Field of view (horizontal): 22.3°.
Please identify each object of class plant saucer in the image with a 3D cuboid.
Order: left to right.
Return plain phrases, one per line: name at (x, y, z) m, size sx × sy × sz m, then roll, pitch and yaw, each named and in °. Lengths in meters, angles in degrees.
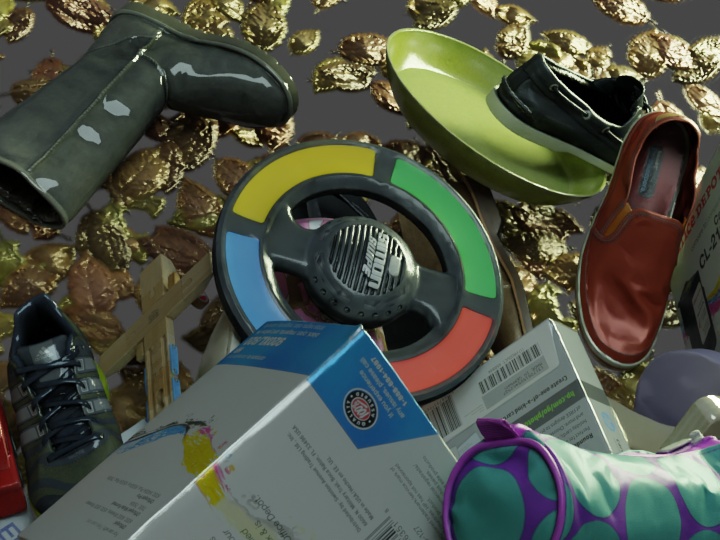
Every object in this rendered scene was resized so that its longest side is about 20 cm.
plant saucer at (0.097, -0.111, 1.395) m, size 0.199 × 0.031 × 0.200 m, roll 27°, pitch 26°, yaw -15°

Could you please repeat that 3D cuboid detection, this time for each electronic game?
electronic game at (0.000, 0.000, 1.199) m, size 0.199 × 0.042 × 0.201 m, roll 10°, pitch 57°, yaw -15°

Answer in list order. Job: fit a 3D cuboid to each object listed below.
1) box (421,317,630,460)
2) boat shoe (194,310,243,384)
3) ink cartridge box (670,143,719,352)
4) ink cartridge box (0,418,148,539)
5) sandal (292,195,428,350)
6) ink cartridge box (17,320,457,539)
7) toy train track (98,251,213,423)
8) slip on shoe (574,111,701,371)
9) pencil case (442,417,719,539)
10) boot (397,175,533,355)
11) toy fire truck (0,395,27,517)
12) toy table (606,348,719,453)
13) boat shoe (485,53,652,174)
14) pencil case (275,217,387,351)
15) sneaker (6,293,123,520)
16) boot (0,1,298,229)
box at (0.107, 0.156, 1.167) m, size 0.041 × 0.156 × 0.201 m, roll 23°, pitch 37°, yaw -48°
boat shoe at (-0.075, 0.105, 1.159) m, size 0.059 × 0.072 × 0.201 m, roll 17°, pitch 47°, yaw -15°
ink cartridge box at (0.294, 0.025, 1.317) m, size 0.082 × 0.146 × 0.201 m, roll 1°, pitch 53°, yaw -12°
ink cartridge box at (-0.110, 0.191, 1.147) m, size 0.200 × 0.041 × 0.200 m, roll -33°, pitch 68°, yaw -33°
sandal at (-0.005, -0.012, 1.325) m, size 0.076 × 0.043 × 0.201 m, roll -20°, pitch 62°, yaw -28°
ink cartridge box at (-0.058, 0.147, 1.014) m, size 0.200 × 0.144 × 0.148 m, roll -40°, pitch 107°, yaw -20°
toy train track at (-0.122, 0.064, 1.194) m, size 0.032 × 0.115 × 0.201 m, roll 35°, pitch 25°, yaw -30°
slip on shoe at (0.207, -0.025, 1.348) m, size 0.074 × 0.061 × 0.201 m, roll 17°, pitch 81°, yaw -8°
pencil case at (0.138, 0.131, 1.004) m, size 0.199 × 0.085 × 0.093 m, roll 8°, pitch 81°, yaw -45°
boot at (0.080, 0.018, 1.321) m, size 0.075 × 0.074 × 0.201 m, roll -13°, pitch 51°, yaw -7°
toy fire truck at (-0.243, 0.077, 1.106) m, size 0.048 × 0.142 × 0.201 m, roll -15°, pitch 45°, yaw -10°
toy table at (0.216, 0.144, 1.203) m, size 0.117 × 0.185 × 0.200 m, roll -5°, pitch 36°, yaw -38°
boat shoe at (0.190, -0.122, 1.411) m, size 0.198 × 0.066 × 0.075 m, roll 18°, pitch 32°, yaw -30°
pencil case at (-0.025, 0.063, 1.227) m, size 0.086 × 0.083 × 0.201 m, roll -1°, pitch 62°, yaw -19°
sneaker at (-0.188, 0.088, 1.132) m, size 0.073 × 0.081 × 0.200 m, roll -22°, pitch 33°, yaw -10°
boot at (-0.165, -0.103, 1.331) m, size 0.181 × 0.073 × 0.200 m, roll 20°, pitch 43°, yaw 18°
